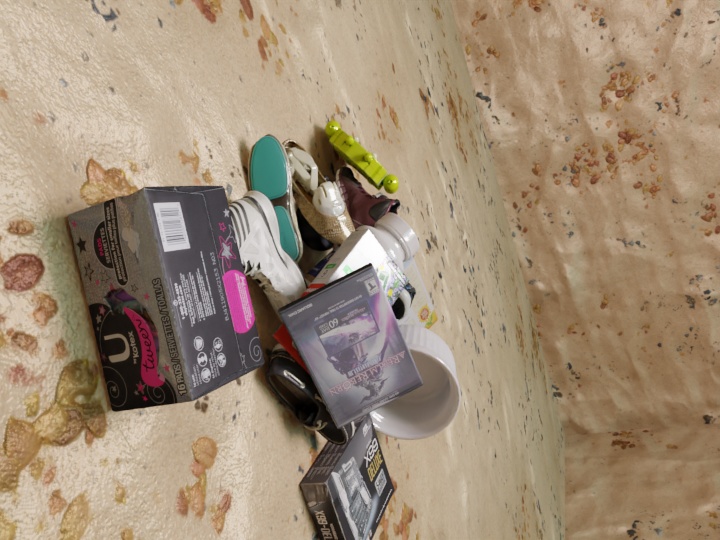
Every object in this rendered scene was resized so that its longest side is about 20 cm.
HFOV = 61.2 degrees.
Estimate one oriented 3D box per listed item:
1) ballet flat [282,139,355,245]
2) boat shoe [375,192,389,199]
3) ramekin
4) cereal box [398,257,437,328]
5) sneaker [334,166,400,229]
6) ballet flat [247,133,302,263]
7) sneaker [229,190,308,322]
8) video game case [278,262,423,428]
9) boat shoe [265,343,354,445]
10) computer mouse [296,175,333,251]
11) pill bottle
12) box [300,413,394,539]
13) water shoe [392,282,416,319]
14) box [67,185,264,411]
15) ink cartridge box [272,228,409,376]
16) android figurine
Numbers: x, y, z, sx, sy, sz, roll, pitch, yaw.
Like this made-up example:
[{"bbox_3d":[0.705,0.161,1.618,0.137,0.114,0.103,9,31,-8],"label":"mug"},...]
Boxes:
[{"bbox_3d":[-0.073,-0.127,0.947,0.070,0.066,0.201,-30,70,-34],"label":"ballet flat"},{"bbox_3d":[0.025,-0.055,1.167,0.076,0.059,0.204,56,53,-64],"label":"boat shoe"},{"bbox_3d":[0.085,0.198,1.113,0.098,0.196,0.204,-71,143,-62],"label":"ramekin"},{"bbox_3d":[0.073,0.066,1.242,0.143,0.039,0.203,-39,122,-23],"label":"cereal box"},{"bbox_3d":[0.017,-0.125,1.120,0.076,0.113,0.203,58,20,-49],"label":"sneaker"},{"bbox_3d":[-0.131,-0.103,0.934,0.062,0.066,0.205,-158,-121,-85],"label":"ballet flat"},{"bbox_3d":[-0.148,0.003,0.841,0.115,0.074,0.204,-40,113,-50],"label":"sneaker"},{"bbox_3d":[-0.009,0.108,0.846,0.019,0.140,0.203,-123,-172,-69],"label":"video game case"},{"bbox_3d":[-0.074,0.197,0.896,0.202,0.072,0.061,62,29,-28],"label":"boat shoe"},{"bbox_3d":[-0.072,-0.083,1.060,0.200,0.052,0.141,-60,133,-74],"label":"computer mouse"},{"bbox_3d":[0.000,0.000,0.987,0.199,0.110,0.112,-42,126,-17],"label":"pill bottle"},{"bbox_3d":[-0.015,0.352,0.989,0.200,0.049,0.161,-42,118,-63],"label":"box"},{"bbox_3d":[0.063,0.045,1.108,0.079,0.071,0.200,-53,176,-17],"label":"water shoe"},{"bbox_3d":[-0.200,0.025,0.635,0.132,0.112,0.205,-17,94,-65],"label":"box"},{"bbox_3d":[-0.024,0.051,0.872,0.109,0.050,0.201,48,63,-23],"label":"ink cartridge box"},{"bbox_3d":[0.000,-0.214,1.167,0.182,0.041,0.200,43,2,4],"label":"android figurine"}]
